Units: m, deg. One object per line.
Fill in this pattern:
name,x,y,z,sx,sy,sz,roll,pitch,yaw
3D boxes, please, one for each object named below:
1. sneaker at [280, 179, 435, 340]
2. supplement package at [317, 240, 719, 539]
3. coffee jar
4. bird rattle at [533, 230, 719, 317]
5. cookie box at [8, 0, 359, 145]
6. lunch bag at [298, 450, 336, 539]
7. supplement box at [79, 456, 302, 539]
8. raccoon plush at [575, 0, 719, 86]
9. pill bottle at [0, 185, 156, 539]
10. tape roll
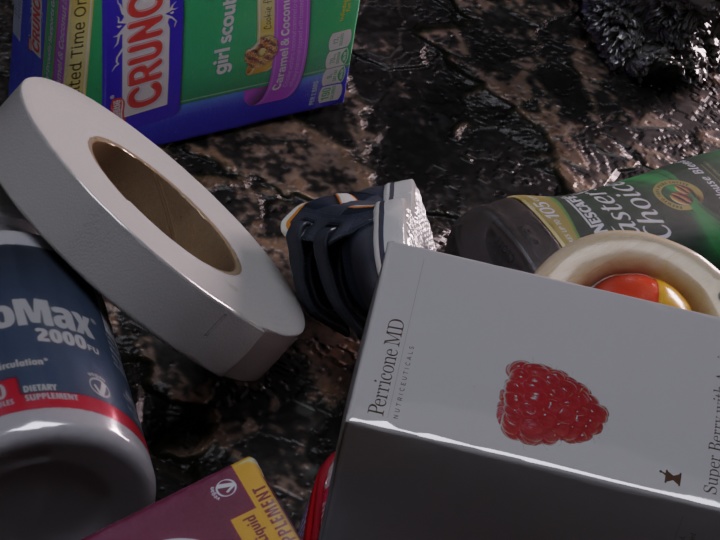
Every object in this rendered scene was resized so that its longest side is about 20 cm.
sneaker,0.000,0.000,1.382,0.079,0.079,0.200,-14,8,4
supplement package,0.090,0.087,1.183,0.199,0.120,0.122,13,46,1
coffee jar,0.149,-0.004,1.453,0.199,0.086,0.104,-14,47,-27
bird rattle,0.132,0.057,1.345,0.199,0.113,0.164,14,63,5
cookie box,-0.100,-0.166,1.507,0.199,0.172,0.075,-15,44,-28
lunch bag,0.060,0.178,1.232,0.199,0.082,0.177,11,44,-2
supplement box,-0.106,0.184,1.122,0.199,0.086,0.110,-26,51,-11
raccoon plush,0.182,-0.209,1.658,0.199,0.134,0.097,27,43,15
pill bottle,-0.179,0.051,1.276,0.119,0.120,0.200,-3,43,-19
tape roll,-0.113,-0.022,1.352,0.203,0.037,0.203,42,11,-10
